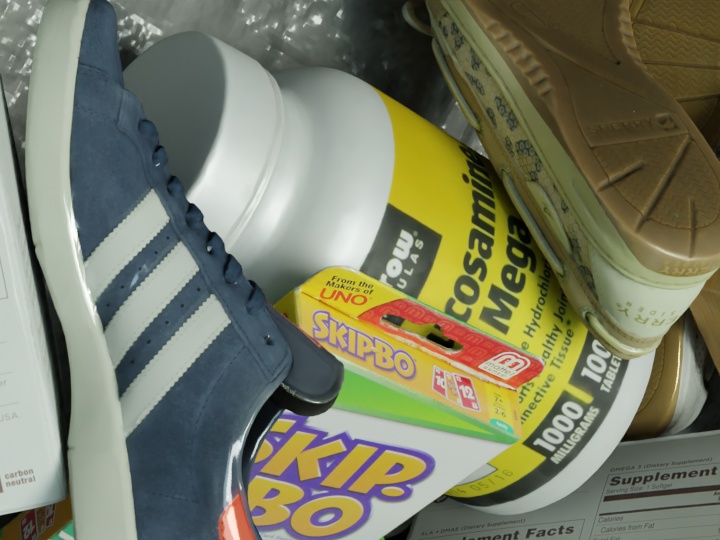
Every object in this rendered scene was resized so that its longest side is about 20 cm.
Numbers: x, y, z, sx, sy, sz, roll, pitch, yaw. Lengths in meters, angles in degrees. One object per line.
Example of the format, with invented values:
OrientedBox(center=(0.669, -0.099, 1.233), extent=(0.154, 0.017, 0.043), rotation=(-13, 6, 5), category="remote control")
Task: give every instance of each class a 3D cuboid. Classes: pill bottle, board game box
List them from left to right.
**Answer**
OrientedBox(center=(-0.035, 0.071, 0.894), extent=(0.095, 0.030, 0.200), rotation=(25, 131, -32), category="board game box")
OrientedBox(center=(0.000, 0.000, 0.918), extent=(0.200, 0.112, 0.113), rotation=(29, 89, -35), category="pill bottle")

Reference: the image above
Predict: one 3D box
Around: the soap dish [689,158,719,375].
OrientedBox(center=(0.190, -0.003, 1.002), extent=(0.158, 0.081, 0.200), rotation=(-68, 151, -23), category="soap dish")

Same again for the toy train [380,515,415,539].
OrientedBox(center=(0.030, 0.174, 1.037), extent=(0.056, 0.042, 0.201), rotation=(-37, 121, -29), category="toy train")

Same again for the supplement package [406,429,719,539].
OrientedBox(center=(0.119, 0.171, 0.988), extent=(0.200, 0.155, 0.111), rotation=(60, 34, -33), category="supplement package")

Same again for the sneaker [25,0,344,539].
OrientedBox(center=(-0.050, 0.012, 0.799), extent=(0.084, 0.075, 0.201), rotation=(-9, 85, 0), category="sneaker")

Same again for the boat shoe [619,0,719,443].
OrientedBox(center=(0.117, -0.034, 1.016), extent=(0.069, 0.070, 0.201), rotation=(5, 95, -60), category="boat shoe")

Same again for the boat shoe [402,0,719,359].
OrientedBox(center=(0.060, -0.062, 0.911), extent=(0.073, 0.201, 0.063), rotation=(-2, 140, -26), category="boat shoe")

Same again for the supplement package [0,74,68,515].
OrientedBox(center=(-0.161, -0.033, 0.788), extent=(0.117, 0.117, 0.201), rotation=(-10, 111, -4), category="supplement package")
